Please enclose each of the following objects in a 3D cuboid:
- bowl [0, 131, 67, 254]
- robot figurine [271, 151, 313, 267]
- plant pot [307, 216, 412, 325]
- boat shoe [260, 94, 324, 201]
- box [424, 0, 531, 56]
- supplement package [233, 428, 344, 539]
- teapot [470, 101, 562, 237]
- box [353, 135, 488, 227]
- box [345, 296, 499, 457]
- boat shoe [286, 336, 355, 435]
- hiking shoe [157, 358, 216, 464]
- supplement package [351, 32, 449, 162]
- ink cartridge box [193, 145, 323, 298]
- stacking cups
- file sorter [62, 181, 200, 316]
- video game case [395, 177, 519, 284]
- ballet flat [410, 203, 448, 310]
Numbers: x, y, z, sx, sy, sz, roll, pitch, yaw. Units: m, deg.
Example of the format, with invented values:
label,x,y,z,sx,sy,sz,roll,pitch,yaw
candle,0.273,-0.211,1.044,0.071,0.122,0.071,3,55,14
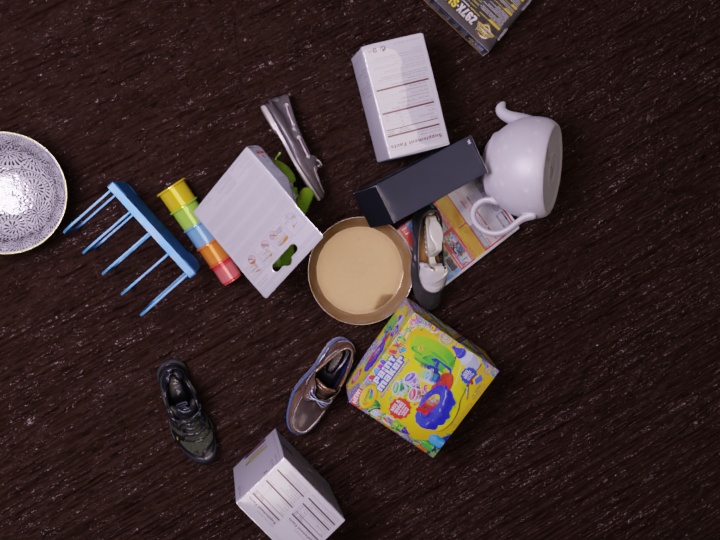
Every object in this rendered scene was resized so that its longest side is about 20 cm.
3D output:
label,x,y,z,sx,sy,sz,roll,pitch,yaw
bowl,-0.590,-0.129,1.430,0.200,0.094,0.202,-1,94,-9
robot figurine,-0.166,-0.106,1.497,0.175,0.116,0.201,-2,96,21
plant pot,0.000,0.000,1.580,0.199,0.027,0.201,-1,95,-10
boat shoe,-0.107,-0.223,1.525,0.057,0.067,0.200,-31,95,-2
box,0.210,-0.526,1.569,0.200,0.049,0.160,40,89,-11
supplement package,-0.131,0.391,1.495,0.111,0.200,0.156,-43,99,-5
teapot,0.281,-0.186,1.556,0.146,0.200,0.198,7,119,23
box,0.105,-0.156,1.516,0.200,0.141,0.079,-29,95,-14
box,0.108,0.192,1.552,0.192,0.122,0.200,34,97,-10
boat shoe,-0.075,0.214,1.558,0.072,0.072,0.200,27,89,-11
hiking shoe,-0.312,0.259,1.504,0.076,0.101,0.201,-23,98,-7
supplement package,0.070,-0.305,1.525,0.117,0.117,0.201,-15,97,-9
ink cartridge box,-0.163,-0.082,1.411,0.200,0.050,0.162,48,115,8
stacking cups,-0.278,-0.068,1.510,0.060,0.061,0.200,-36,101,-6
file sorter,-0.389,-0.038,1.452,0.123,0.139,0.200,-41,100,-2
video game case,0.185,-0.079,1.612,0.200,0.017,0.143,-37,99,-6
ballet flat,0.126,-0.023,1.560,0.068,0.068,0.201,-8,96,-18
